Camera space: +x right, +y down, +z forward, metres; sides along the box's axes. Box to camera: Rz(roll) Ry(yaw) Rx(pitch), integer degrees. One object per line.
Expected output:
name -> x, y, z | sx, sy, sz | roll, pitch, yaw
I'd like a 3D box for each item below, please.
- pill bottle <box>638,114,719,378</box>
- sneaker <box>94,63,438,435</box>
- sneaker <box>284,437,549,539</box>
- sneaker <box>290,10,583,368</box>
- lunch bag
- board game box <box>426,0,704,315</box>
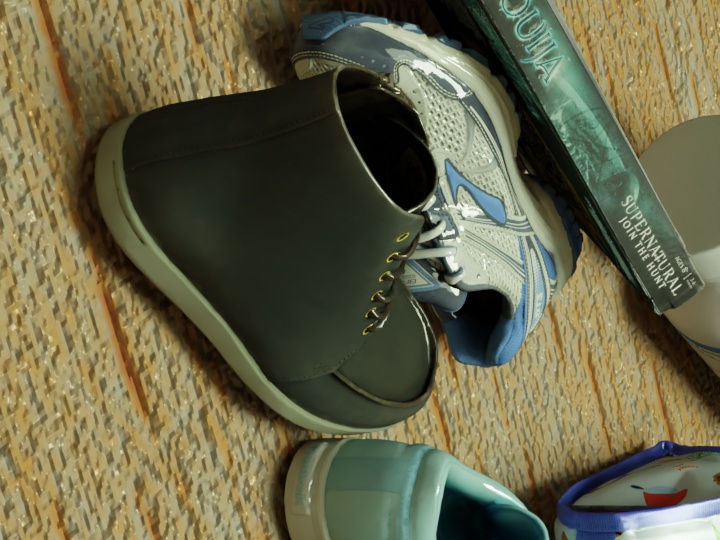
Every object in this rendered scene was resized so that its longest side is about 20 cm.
pill bottle -> 0.217, 0.004, 1.132 | 0.200, 0.112, 0.113 | 45, 53, -47
sneaker -> 0.000, 0.000, 0.800 | 0.200, 0.106, 0.075 | 40, 44, -47
sneaker -> 0.050, 0.131, 0.901 | 0.200, 0.082, 0.074 | 39, 58, -49
sneaker -> 0.029, -0.028, 0.888 | 0.200, 0.077, 0.085 | 48, 57, -42
lunch bag -> 0.158, 0.178, 1.018 | 0.200, 0.123, 0.171 | -7, 94, -60
board game box -> 0.071, -0.083, 0.915 | 0.028, 0.135, 0.200 | -36, 130, -1
